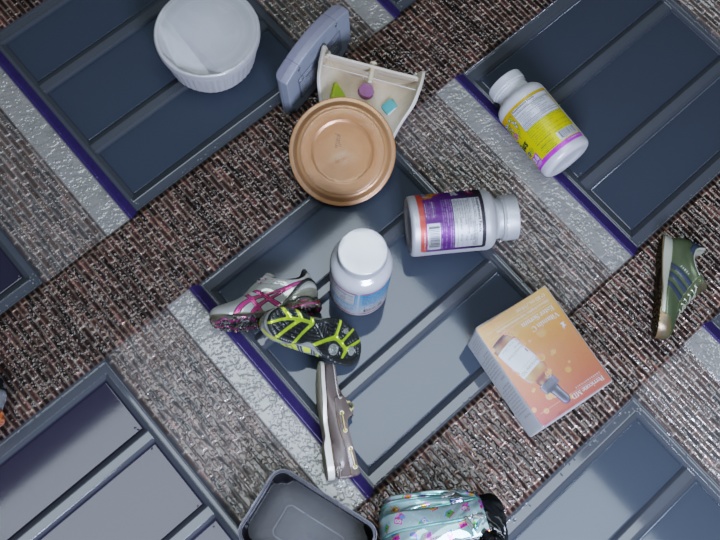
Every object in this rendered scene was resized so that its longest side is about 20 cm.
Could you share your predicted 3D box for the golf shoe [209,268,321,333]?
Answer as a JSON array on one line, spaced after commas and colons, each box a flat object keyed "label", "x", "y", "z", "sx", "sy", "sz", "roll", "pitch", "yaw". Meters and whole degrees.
[{"label": "golf shoe", "x": -0.173, "y": 0.054, "z": 1.657, "sx": 0.199, "sy": 0.073, "sz": 0.093, "roll": -11, "pitch": 68, "yaw": -15}]

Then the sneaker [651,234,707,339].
[{"label": "sneaker", "x": 0.582, "y": 0.031, "z": 1.692, "sx": 0.089, "sy": 0.067, "sz": 0.201, "roll": 8, "pitch": 68, "yaw": 6}]

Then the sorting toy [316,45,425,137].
[{"label": "sorting toy", "x": 0.001, "y": -0.304, "z": 1.773, "sx": 0.199, "sy": 0.107, "sz": 0.181, "roll": 14, "pitch": 81, "yaw": -3}]

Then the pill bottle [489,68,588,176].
[{"label": "pill bottle", "x": 0.331, "y": -0.282, "z": 1.770, "sx": 0.104, "sy": 0.104, "sz": 0.200, "roll": -33, "pitch": 75, "yaw": -12}]

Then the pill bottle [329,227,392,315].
[{"label": "pill bottle", "x": 0.000, "y": 0.000, "z": 1.611, "sx": 0.108, "sy": 0.200, "sz": 0.109, "roll": 1, "pitch": 71, "yaw": -2}]

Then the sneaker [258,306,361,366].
[{"label": "sneaker", "x": -0.085, "y": 0.109, "z": 1.619, "sx": 0.199, "sy": 0.076, "sz": 0.076, "roll": 27, "pitch": 75, "yaw": -29}]

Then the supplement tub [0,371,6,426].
[{"label": "supplement tub", "x": -0.667, "y": 0.173, "z": 1.568, "sx": 0.122, "sy": 0.123, "sz": 0.201, "roll": -18, "pitch": 74, "yaw": -8}]

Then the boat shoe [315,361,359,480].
[{"label": "boat shoe", "x": -0.040, "y": 0.253, "z": 1.594, "sx": 0.059, "sy": 0.072, "sz": 0.201, "roll": -4, "pitch": 75, "yaw": -10}]

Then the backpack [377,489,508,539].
[{"label": "backpack", "x": 0.129, "y": 0.422, "z": 1.510, "sx": 0.199, "sy": 0.167, "sz": 0.127, "roll": -5, "pitch": 52, "yaw": -1}]

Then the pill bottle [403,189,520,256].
[{"label": "pill bottle", "x": 0.183, "y": -0.088, "z": 1.694, "sx": 0.199, "sy": 0.112, "sz": 0.112, "roll": -5, "pitch": 72, "yaw": -4}]

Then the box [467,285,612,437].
[{"label": "box", "x": 0.306, "y": 0.157, "z": 1.619, "sx": 0.152, "sy": 0.106, "sz": 0.200, "roll": -31, "pitch": 75, "yaw": -12}]

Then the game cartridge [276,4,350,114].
[{"label": "game cartridge", "x": -0.089, "y": -0.405, "z": 1.779, "sx": 0.040, "sy": 0.133, "sz": 0.200, "roll": 33, "pitch": 73, "yaw": 10}]

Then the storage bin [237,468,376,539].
[{"label": "storage bin", "x": -0.085, "y": 0.430, "z": 1.520, "sx": 0.199, "sy": 0.094, "sz": 0.136, "roll": 30, "pitch": 73, "yaw": 9}]

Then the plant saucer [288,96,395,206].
[{"label": "plant saucer", "x": -0.033, "y": -0.219, "z": 1.730, "sx": 0.199, "sy": 0.032, "sz": 0.202, "roll": 0, "pitch": 95, "yaw": -2}]

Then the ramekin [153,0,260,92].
[{"label": "ramekin", "x": -0.291, "y": -0.436, "z": 1.802, "sx": 0.201, "sy": 0.094, "sz": 0.204, "roll": 1, "pitch": 71, "yaw": -3}]
